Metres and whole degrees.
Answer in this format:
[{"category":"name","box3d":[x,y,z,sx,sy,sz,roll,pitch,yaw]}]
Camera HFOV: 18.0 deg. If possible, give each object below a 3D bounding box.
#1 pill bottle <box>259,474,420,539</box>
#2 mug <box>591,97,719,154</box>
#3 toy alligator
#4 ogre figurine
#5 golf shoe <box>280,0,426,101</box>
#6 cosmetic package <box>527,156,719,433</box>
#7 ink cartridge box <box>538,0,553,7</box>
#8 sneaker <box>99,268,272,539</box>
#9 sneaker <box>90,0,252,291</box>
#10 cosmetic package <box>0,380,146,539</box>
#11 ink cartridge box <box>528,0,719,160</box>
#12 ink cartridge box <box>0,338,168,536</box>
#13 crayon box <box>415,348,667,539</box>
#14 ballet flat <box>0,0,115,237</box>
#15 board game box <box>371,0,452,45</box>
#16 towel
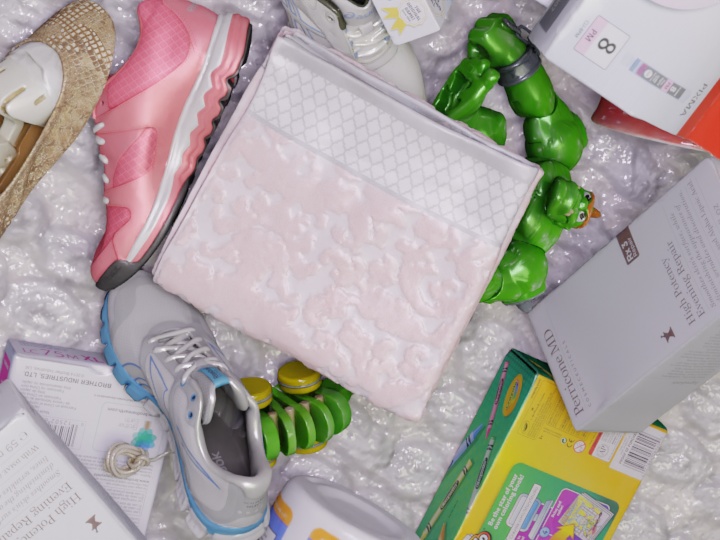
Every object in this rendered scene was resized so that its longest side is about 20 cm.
[{"category":"pill bottle","box3d":[-0.047,0.253,1.574,0.112,0.112,0.201,25,98,-24]},{"category":"mug","box3d":[0.251,-0.186,1.545,0.177,0.133,0.201,-5,108,-57]},{"category":"toy alligator","box3d":[-0.073,0.110,1.526,0.199,0.054,0.060,-18,117,-29]},{"category":"ogre figurine","box3d":[0.094,-0.061,1.528,0.120,0.098,0.201,27,55,-36]},{"category":"golf shoe","box3d":[-0.011,-0.160,1.464,0.078,0.097,0.200,-36,116,-6]},{"category":"cosmetic package","box3d":[0.211,0.020,1.534,0.074,0.102,0.200,5,143,-41]},{"category":"ink cartridge box","box3d":[0.141,-0.247,1.408,0.200,0.057,0.163,30,106,-17]},{"category":"sneaker","box3d":[-0.103,0.074,1.463,0.075,0.200,0.087,-19,156,-27]},{"category":"sneaker","box3d":[-0.143,-0.086,1.469,0.087,0.074,0.201,25,99,-3]},{"category":"cosmetic package","box3d":[-0.201,0.180,1.469,0.102,0.074,0.200,-40,113,-4]},{"category":"ink cartridge box","box3d":[0.230,-0.155,1.409,0.200,0.057,0.163,31,105,-18]},{"category":"ink cartridge box","box3d":[-0.200,0.152,1.529,0.119,0.042,0.201,10,101,-22]},{"category":"crayon box","box3d":[0.120,0.172,1.633,0.118,0.058,0.201,24,98,-23]},{"category":"ballet flat","box3d":[-0.223,-0.084,1.425,0.200,0.070,0.065,-60,155,5]},{"category":"board game box","box3d":[0.007,-0.259,1.420,0.034,0.135,0.200,-16,117,25]},{"category":"towel","box3d":[-0.009,-0.029,1.451,0.199,0.032,0.192,29,102,6]}]
